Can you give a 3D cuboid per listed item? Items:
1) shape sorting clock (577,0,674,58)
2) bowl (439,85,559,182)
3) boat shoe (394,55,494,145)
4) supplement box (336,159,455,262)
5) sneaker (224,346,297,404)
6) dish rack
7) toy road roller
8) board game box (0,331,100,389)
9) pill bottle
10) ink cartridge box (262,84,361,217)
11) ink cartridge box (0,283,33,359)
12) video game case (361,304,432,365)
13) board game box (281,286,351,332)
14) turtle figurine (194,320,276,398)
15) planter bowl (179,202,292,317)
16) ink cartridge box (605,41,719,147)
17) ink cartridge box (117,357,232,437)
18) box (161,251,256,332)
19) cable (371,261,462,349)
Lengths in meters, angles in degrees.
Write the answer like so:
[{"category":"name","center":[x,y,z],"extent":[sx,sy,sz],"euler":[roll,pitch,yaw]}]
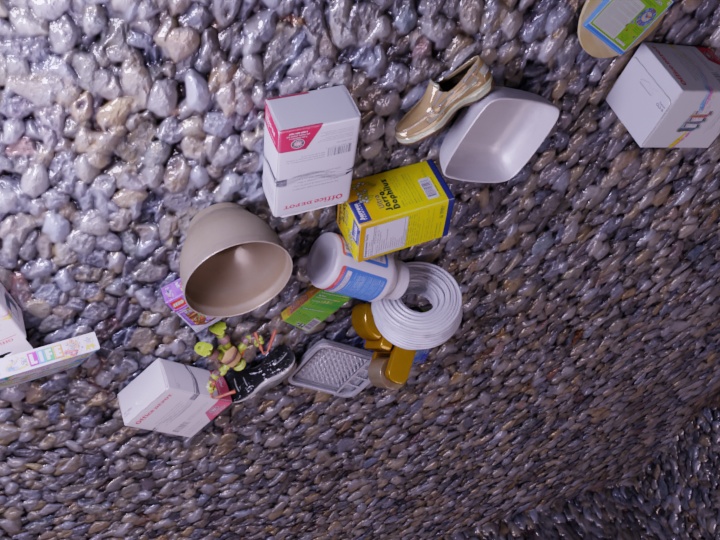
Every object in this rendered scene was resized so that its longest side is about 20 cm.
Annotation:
[{"category":"shape sorting clock","center":[0.466,-0.464,1.577],"extent":[0.197,0.040,0.202],"euler":[-18,144,-13]},{"category":"bowl","center":[0.248,-0.260,1.672],"extent":[0.197,0.075,0.201],"euler":[1,137,-35]},{"category":"boat shoe","center":[0.134,-0.301,1.556],"extent":[0.199,0.072,0.076],"euler":[-37,132,2]},{"category":"supplement box","center":[0.065,-0.114,1.709],"extent":[0.197,0.111,0.110],"euler":[-17,146,-16]},{"category":"sneaker","center":[-0.229,0.249,2.036],"extent":[0.198,0.075,0.080],"euler":[-27,152,0]},{"category":"dish rack","center":[-0.057,0.224,2.109],"extent":[0.197,0.044,0.172],"euler":[18,134,-31]},{"category":"toy road roller","center":[0.045,0.152,1.999],"extent":[0.144,0.204,0.123],"euler":[20,168,-19]},{"category":"board game box","center":[-0.588,0.170,1.625],"extent":[0.198,0.035,0.134],"euler":[-17,172,-40]},{"category":"pill bottle","center":[0.000,0.000,1.799],"extent":[0.198,0.113,0.112],"euler":[17,128,-37]},{"category":"ink cartridge box","center":[-0.087,-0.198,1.512],"extent":[0.143,0.084,0.202],"euler":[-14,145,-19]},{"category":"ink cartridge box","center":[-0.644,0.081,1.517],"extent":[0.115,0.068,0.201],"euler":[-21,146,-9]},{"category":"video game case","center":[0.095,0.172,2.181],"extent":[0.178,0.046,0.202],"euler":[-10,144,-22]},{"category":"board game box","center":[-0.069,0.054,1.921],"extent":[0.199,0.030,0.095],"euler":[-37,145,18]},{"category":"turtle figurine","center":[-0.275,0.167,1.899],"extent":[0.200,0.064,0.162],"euler":[-45,144,-7]},{"category":"planter bowl","center":[-0.234,-0.032,1.589],"extent":[0.197,0.136,0.202],"euler":[-19,146,-13]},{"category":"ink cartridge box","center":[0.614,-0.340,1.753],"extent":[0.197,0.147,0.146],"euler":[-3,141,-30]},{"category":"ink cartridge box","center":[-0.400,0.277,1.941],"extent":[0.146,0.084,0.199],"euler":[-39,146,19]},{"category":"box","center":[-0.267,0.032,1.741],"extent":[0.198,0.039,0.137],"euler":[-28,148,2]},{"category":"cable","center":[0.123,0.073,1.922],"extent":[0.196,0.203,0.070],"euler":[4,141,-4]}]
